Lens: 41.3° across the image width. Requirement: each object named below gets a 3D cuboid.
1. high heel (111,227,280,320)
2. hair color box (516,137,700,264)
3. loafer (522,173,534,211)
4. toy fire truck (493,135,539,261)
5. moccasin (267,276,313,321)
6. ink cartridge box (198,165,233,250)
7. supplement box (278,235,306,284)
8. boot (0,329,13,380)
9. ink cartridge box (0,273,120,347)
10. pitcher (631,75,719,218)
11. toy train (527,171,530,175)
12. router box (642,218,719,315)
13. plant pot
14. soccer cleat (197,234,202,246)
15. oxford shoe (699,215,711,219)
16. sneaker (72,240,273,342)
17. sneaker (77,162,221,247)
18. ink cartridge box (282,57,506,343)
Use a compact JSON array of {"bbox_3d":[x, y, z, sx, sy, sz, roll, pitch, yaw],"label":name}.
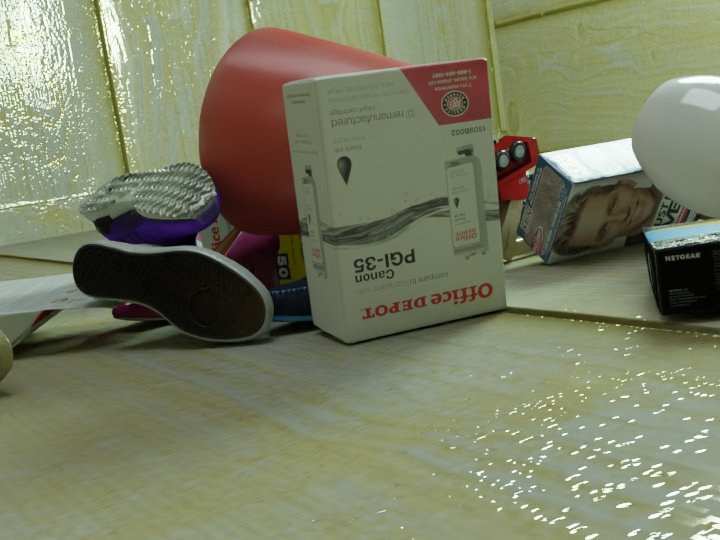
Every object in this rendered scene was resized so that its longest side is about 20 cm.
[{"bbox_3d":[-0.166,-0.008,0.975,0.200,0.096,0.067,-13,9,-34],"label":"high heel"},{"bbox_3d":[0.266,-0.078,0.977,0.199,0.100,0.061,-12,42,-25],"label":"hair color box"},{"bbox_3d":[0.154,-0.056,1.155,0.200,0.071,0.073,-10,50,36],"label":"loafer"},{"bbox_3d":[0.151,-0.064,1.003,0.200,0.141,0.049,-31,26,-29],"label":"toy fire truck"},{"bbox_3d":[0.000,0.000,0.848,0.200,0.068,0.080,-13,9,-30],"label":"moccasin"},{"bbox_3d":[-0.106,-0.073,1.212,0.199,0.147,0.083,-10,9,-2],"label":"ink cartridge box"},{"bbox_3d":[0.000,-0.049,1.055,0.200,0.109,0.109,-4,9,32],"label":"supplement box"},{"bbox_3d":[-0.374,0.068,0.733,0.200,0.073,0.155,2,13,45],"label":"boot"},{"bbox_3d":[-0.306,0.042,0.931,0.199,0.050,0.162,-4,13,5],"label":"ink cartridge box"},{"bbox_3d":[0.363,-0.094,0.871,0.200,0.121,0.171,38,20,35],"label":"pitcher"},{"bbox_3d":[0.149,-0.083,1.281,0.200,0.085,0.114,4,27,47],"label":"toy train"},{"bbox_3d":[0.307,-0.013,0.676,0.199,0.051,0.149,-7,6,14],"label":"router box"},{"bbox_3d":[-0.022,-0.121,0.889,0.177,0.201,0.200,11,17,34],"label":"plant pot"},{"bbox_3d":[-0.221,-0.039,1.345,0.199,0.073,0.068,-8,7,-2],"label":"soccer cleat"},{"bbox_3d":[0.434,-0.087,1.027,0.199,0.071,0.075,-7,13,16],"label":"oxford shoe"},{"bbox_3d":[-0.148,0.010,0.830,0.200,0.073,0.085,17,8,26],"label":"sneaker"},{"bbox_3d":[-0.180,-0.041,0.905,0.200,0.100,0.070,5,45,49],"label":"sneaker"},{"bbox_3d":[0.030,-0.057,0.752,0.146,0.201,0.083,-11,12,-20],"label":"ink cartridge box"}]
